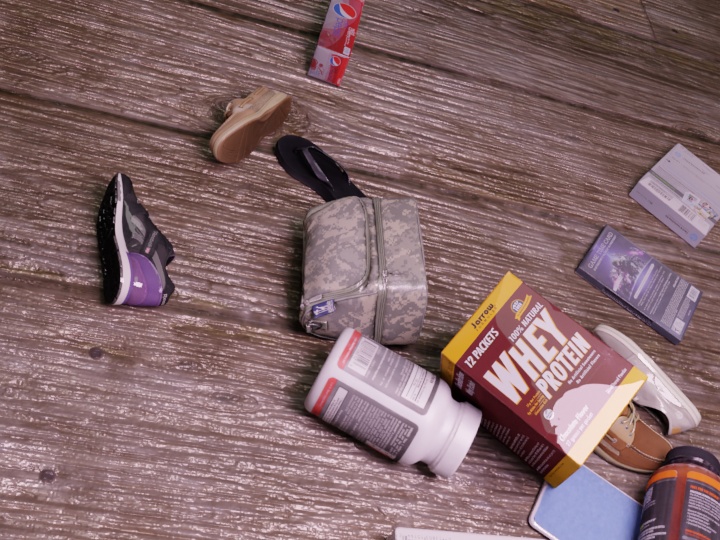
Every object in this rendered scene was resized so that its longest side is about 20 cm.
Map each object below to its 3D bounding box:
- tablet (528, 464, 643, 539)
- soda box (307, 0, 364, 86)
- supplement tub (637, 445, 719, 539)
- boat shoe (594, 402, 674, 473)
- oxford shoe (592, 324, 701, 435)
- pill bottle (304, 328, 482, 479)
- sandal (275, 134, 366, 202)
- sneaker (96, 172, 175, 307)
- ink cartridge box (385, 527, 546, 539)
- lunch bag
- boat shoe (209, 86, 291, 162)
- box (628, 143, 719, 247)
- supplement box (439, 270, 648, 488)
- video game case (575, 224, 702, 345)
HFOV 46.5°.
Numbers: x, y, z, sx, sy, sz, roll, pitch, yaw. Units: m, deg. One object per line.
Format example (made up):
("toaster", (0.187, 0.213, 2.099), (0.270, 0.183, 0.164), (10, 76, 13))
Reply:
("tablet", (0.320, 0.335, 1.084), (0.199, 0.014, 0.130), (34, 47, 7))
("soda box", (-0.042, -0.425, 1.520), (0.063, 0.070, 0.201), (18, 48, -7))
("supplement tub", (0.407, 0.319, 1.052), (0.106, 0.107, 0.201), (29, 48, 2))
("boat shoe", (0.344, 0.210, 1.156), (0.199, 0.074, 0.076), (27, 47, 0))
("oxford shoe", (0.410, 0.161, 1.235), (0.058, 0.075, 0.200), (-38, 67, -3))
("pill bottle", (0.041, 0.167, 1.034), (0.199, 0.116, 0.116), (30, 47, 2))
("sandal", (-0.049, -0.149, 1.307), (0.200, 0.043, 0.076), (42, 49, 14))
("sneaker", (-0.292, -0.036, 1.104), (0.087, 0.076, 0.202), (10, 51, -35))
("ink cartridge box", (0.131, 0.386, 0.939), (0.198, 0.045, 0.177), (10, 49, -15))
("lunch bag", (0.000, 0.000, 1.149), (0.166, 0.140, 0.201), (0, 50, -3))
("boat shoe", (-0.182, -0.230, 1.305), (0.064, 0.072, 0.200), (29, 39, 11))
("box", (0.618, -0.147, 1.593), (0.156, 0.041, 0.200), (42, 50, 13))
("supplement box", (0.214, 0.141, 1.040), (0.200, 0.198, 0.133), (39, 76, 17))
("video game case", (0.469, 0.020, 1.406), (0.199, 0.019, 0.143), (36, 47, 10))
